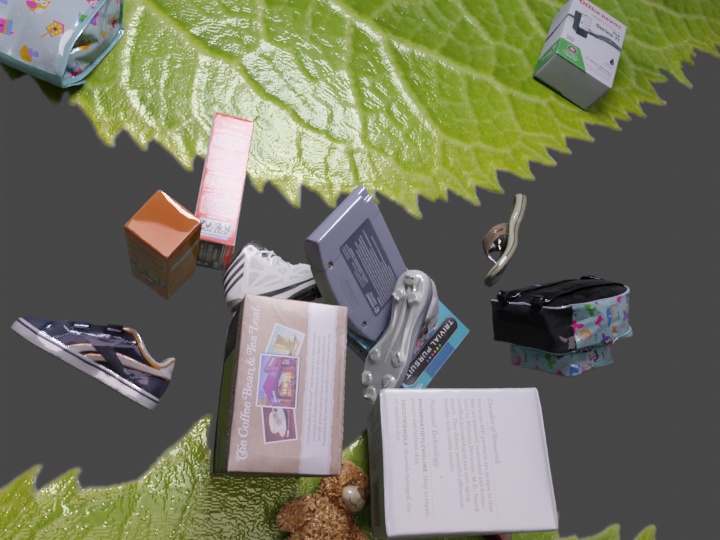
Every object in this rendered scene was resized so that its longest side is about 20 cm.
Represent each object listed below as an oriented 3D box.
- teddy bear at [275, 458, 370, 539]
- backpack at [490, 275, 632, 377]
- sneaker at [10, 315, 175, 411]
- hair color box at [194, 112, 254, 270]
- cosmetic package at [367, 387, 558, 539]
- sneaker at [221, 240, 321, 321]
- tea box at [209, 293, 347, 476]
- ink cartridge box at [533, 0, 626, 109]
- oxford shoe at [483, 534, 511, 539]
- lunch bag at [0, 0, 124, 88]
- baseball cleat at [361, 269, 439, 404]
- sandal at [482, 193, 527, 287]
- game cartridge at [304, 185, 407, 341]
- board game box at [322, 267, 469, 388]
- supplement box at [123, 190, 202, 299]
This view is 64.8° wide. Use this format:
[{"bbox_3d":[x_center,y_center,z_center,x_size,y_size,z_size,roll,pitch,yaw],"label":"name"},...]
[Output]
[{"bbox_3d":[-0.049,0.350,0.750,0.200,0.067,0.145,-37,90,-26],"label":"teddy bear"},{"bbox_3d":[0.337,0.083,0.924,0.199,0.177,0.151,-17,100,-28],"label":"backpack"},{"bbox_3d":[-0.337,0.100,0.734,0.200,0.078,0.080,35,68,-17],"label":"sneaker"},{"bbox_3d":[-0.205,-0.114,0.836,0.064,0.111,0.201,11,69,-15],"label":"hair color box"},{"bbox_3d":[0.116,0.252,0.730,0.199,0.168,0.167,1,64,-6],"label":"cosmetic package"},{"bbox_3d":[-0.111,-0.006,0.832,0.200,0.076,0.116,-23,77,-5],"label":"sneaker"},{"bbox_3d":[-0.108,0.158,0.726,0.133,0.197,0.201,8,69,-16],"label":"tea box"},{"bbox_3d":[0.473,-0.471,1.217,0.146,0.083,0.201,28,64,-9],"label":"ink cartridge box"},{"bbox_3d":[0.177,0.310,0.844,0.075,0.070,0.201,-23,80,-27],"label":"oxford shoe"},{"bbox_3d":[-0.467,-0.365,0.829,0.170,0.122,0.201,23,60,-11],"label":"lunch bag"},{"bbox_3d":[0.069,0.102,0.827,0.106,0.070,0.201,22,90,-53],"label":"baseball cleat"},{"bbox_3d":[0.246,-0.055,1.002,0.057,0.080,0.201,20,58,7],"label":"sandal"},{"bbox_3d":[0.000,0.000,0.799,0.133,0.041,0.200,-45,130,-23],"label":"game cartridge"},{"bbox_3d":[0.052,0.081,0.893,0.200,0.047,0.151,44,64,0],"label":"board game box"},{"bbox_3d":[-0.255,-0.025,0.737,0.066,0.200,0.069,37,67,-4],"label":"supplement box"}]
